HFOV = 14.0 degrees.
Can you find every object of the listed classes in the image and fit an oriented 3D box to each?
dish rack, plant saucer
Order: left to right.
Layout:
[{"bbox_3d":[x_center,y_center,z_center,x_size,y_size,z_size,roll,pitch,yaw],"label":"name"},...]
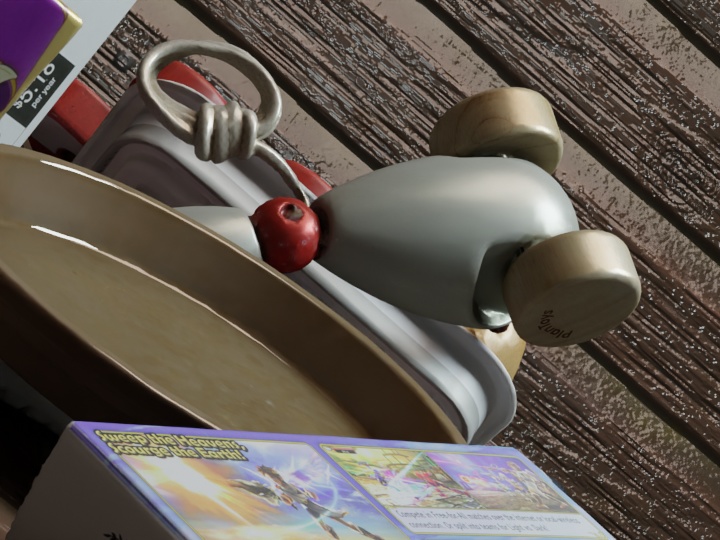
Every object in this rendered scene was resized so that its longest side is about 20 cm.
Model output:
[{"bbox_3d":[-0.052,0.026,0.912,0.199,0.030,0.200,30,12,-7],"label":"plant saucer"},{"bbox_3d":[-0.048,0.030,1.182,0.200,0.044,0.172,40,-37,-4],"label":"dish rack"}]

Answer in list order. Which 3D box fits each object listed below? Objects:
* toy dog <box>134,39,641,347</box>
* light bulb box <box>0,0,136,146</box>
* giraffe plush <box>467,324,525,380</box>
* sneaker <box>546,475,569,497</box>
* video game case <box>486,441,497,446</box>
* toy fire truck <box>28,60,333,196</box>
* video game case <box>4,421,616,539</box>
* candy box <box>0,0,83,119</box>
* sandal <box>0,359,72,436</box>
[{"bbox_3d":[0.000,0.000,1.074,0.199,0.133,0.097,8,-39,-5],"label":"toy dog"},{"bbox_3d":[-0.208,-0.173,1.343,0.125,0.199,0.200,38,0,40],"label":"light bulb box"},{"bbox_3d":[-0.036,0.020,1.401,0.161,0.173,0.200,16,22,-24],"label":"giraffe plush"},{"bbox_3d":[0.056,0.163,1.057,0.201,0.087,0.075,-111,-168,-48],"label":"sneaker"},{"bbox_3d":[0.102,0.170,2.889,0.200,0.036,0.181,41,1,10],"label":"video game case"},{"bbox_3d":[-0.102,-0.011,1.572,0.200,0.112,0.168,41,-23,3],"label":"toy fire truck"},{"bbox_3d":[0.034,0.111,0.749,0.181,0.046,0.199,42,20,33],"label":"video game case"},{"bbox_3d":[-0.173,-0.076,0.711,0.056,0.117,0.200,41,0,44],"label":"candy box"},{"bbox_3d":[-0.117,0.010,0.975,0.082,0.050,0.203,41,1,39],"label":"sandal"}]
